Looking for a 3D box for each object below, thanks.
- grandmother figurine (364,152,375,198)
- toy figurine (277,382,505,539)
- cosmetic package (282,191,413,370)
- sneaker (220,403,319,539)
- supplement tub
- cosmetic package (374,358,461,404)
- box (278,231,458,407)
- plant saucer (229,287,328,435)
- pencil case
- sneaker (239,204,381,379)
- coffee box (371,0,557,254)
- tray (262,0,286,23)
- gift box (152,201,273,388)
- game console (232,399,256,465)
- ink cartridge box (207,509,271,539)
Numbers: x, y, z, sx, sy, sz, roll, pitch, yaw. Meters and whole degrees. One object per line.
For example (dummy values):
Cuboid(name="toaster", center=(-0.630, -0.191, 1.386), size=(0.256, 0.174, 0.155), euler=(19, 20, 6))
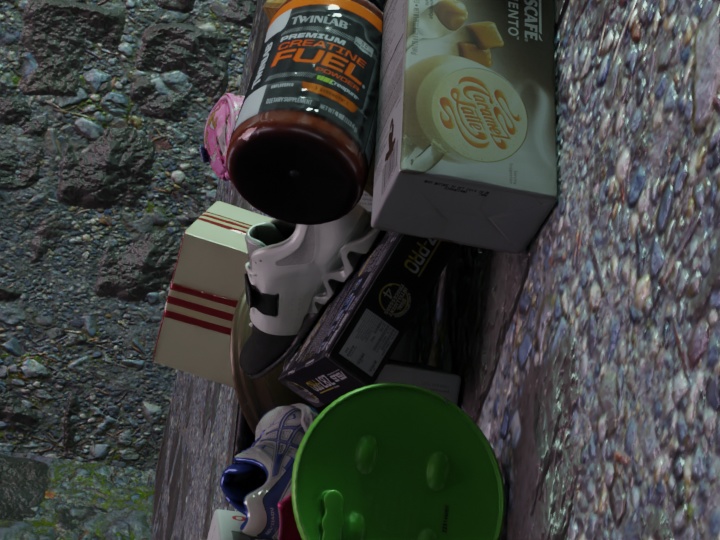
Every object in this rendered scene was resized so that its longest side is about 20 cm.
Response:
Cuboid(name="grandmother figurine", center=(0.011, -0.109, 1.322), size=(0.121, 0.060, 0.200), euler=(-50, 18, 11))
Cuboid(name="toy figurine", center=(-0.002, 0.199, 1.138), size=(0.184, 0.149, 0.202), euler=(131, 149, -65))
Cuboid(name="cosmetic package", center=(0.000, 0.000, 1.420), size=(0.085, 0.107, 0.202), euler=(54, -136, -82))
Cuboid(name="sneaker", center=(-0.074, 0.159, 1.330), size=(0.200, 0.087, 0.076), euler=(-130, 48, -69))
Cuboid(name="supplement tub", center=(-0.031, -0.139, 1.219), size=(0.107, 0.106, 0.201), euler=(112, 173, -50))
Cuboid(name="cosmetic package", center=(0.022, 0.173, 1.285), size=(0.101, 0.071, 0.202), euler=(-169, 88, -80))
Cuboid(name="box", center=(0.018, 0.008, 1.276), size=(0.201, 0.049, 0.161), euler=(-59, 10, -18))
Cuboid(name="plant saucer", center=(-0.044, 0.086, 1.497), size=(0.029, 0.199, 0.202), euler=(-13, 62, 38))
Cuboid(name="pencil case", center=(-0.063, -0.125, 1.662), size=(0.087, 0.198, 0.083), euler=(-65, 35, 29))
Cuboid(name="sneaker", center=(-0.063, 0.003, 1.314), size=(0.200, 0.088, 0.074), euler=(-54, 8, 34))
Cuboid(name="coffee box", center=(0.075, -0.124, 1.148), size=(0.080, 0.113, 0.202), euler=(117, 161, -57))
Cuboid(name="tray", center=(-0.010, -0.193, 1.470), size=(0.099, 0.037, 0.201), euler=(-55, -44, -28))
Cuboid(name="gift box", center=(-0.116, 0.048, 1.810), size=(0.200, 0.185, 0.186), euler=(-66, -8, -68))
Cuboid(name="game console", center=(-0.051, 0.119, 1.519), size=(0.031, 0.177, 0.202), euler=(-11, 63, 32))
Cuboid(name="ink cartridge box", center=(-0.064, 0.296, 1.435), size=(0.200, 0.144, 0.085), euler=(-119, 40, -73))
